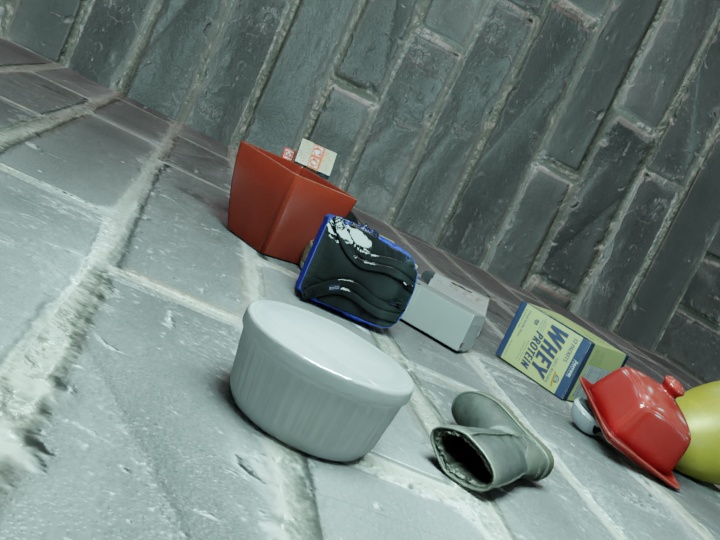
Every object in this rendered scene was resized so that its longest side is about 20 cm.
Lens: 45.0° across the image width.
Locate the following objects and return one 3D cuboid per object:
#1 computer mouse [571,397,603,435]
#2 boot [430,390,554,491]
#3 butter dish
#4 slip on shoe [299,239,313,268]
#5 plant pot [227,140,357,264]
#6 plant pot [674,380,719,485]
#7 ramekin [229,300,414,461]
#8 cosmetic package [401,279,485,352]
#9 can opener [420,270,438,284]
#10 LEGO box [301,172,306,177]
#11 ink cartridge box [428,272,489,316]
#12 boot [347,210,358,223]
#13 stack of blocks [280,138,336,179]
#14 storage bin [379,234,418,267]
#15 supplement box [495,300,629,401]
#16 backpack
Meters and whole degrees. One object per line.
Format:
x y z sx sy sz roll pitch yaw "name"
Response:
0.441 0.280 1.641 0.199 0.044 0.110 18 29 -53 "computer mouse"
0.142 0.212 1.095 0.180 0.074 0.198 30 16 37 "boot"
0.512 0.249 1.546 0.199 0.148 0.200 36 18 -17 "butter dish"
-0.028 0.002 1.760 0.197 0.061 0.076 27 29 12 "slip on shoe"
-0.162 -0.128 1.799 0.199 0.179 0.198 33 10 39 "plant pot"
0.650 0.317 1.681 0.139 0.205 0.200 -1 13 -9 "plant pot"
-0.049 0.119 0.925 0.199 0.096 0.202 27 8 -4 "ramekin"
0.148 0.085 1.791 0.197 0.092 0.107 26 5 20 "cosmetic package"
0.220 0.071 2.197 0.199 0.067 0.052 36 11 26 "can opener"
-0.170 -0.166 2.029 0.197 0.079 0.149 7 -19 36 "LEGO box"
0.232 0.079 2.129 0.159 0.051 0.200 27 16 5 "ink cartridge box"
-0.074 -0.060 1.944 0.171 0.203 0.069 0 32 33 "boot"
-0.134 -0.235 2.016 0.113 0.060 0.200 21 -16 -9 "stack of blocks"
0.021 -0.038 2.121 0.196 0.095 0.200 25 8 -15 "storage bin"
0.447 0.186 1.926 0.198 0.136 0.199 18 12 -48 "supplement box"
0.000 0.000 1.577 0.197 0.165 0.168 24 5 -9 "backpack"
